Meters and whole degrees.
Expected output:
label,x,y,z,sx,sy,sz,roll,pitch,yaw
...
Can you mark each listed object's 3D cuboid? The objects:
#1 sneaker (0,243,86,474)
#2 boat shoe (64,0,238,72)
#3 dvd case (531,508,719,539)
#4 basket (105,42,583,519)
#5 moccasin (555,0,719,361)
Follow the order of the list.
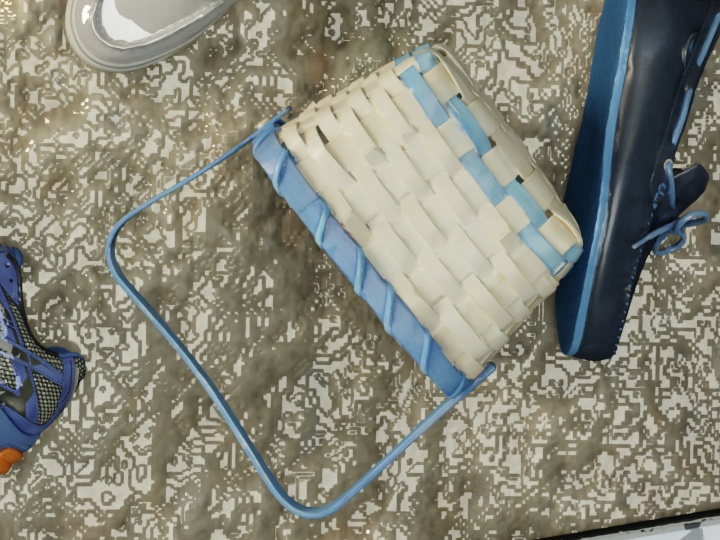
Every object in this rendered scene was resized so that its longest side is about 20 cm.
label,x,y,z,sx,sy,sz,roll,pitch,yaw
sneaker,-0.207,0.001,1.385,0.078,0.075,0.200,-36,105,-13
boat shoe,-0.060,-0.169,1.389,0.200,0.069,0.072,-33,97,-5
dvd case,0.152,0.230,1.465,0.142,0.018,0.201,-9,94,-6
basket,0.000,0.000,1.371,0.200,0.139,0.177,-36,93,2
moccasin,0.146,-0.051,1.419,0.068,0.080,0.201,11,92,-12
